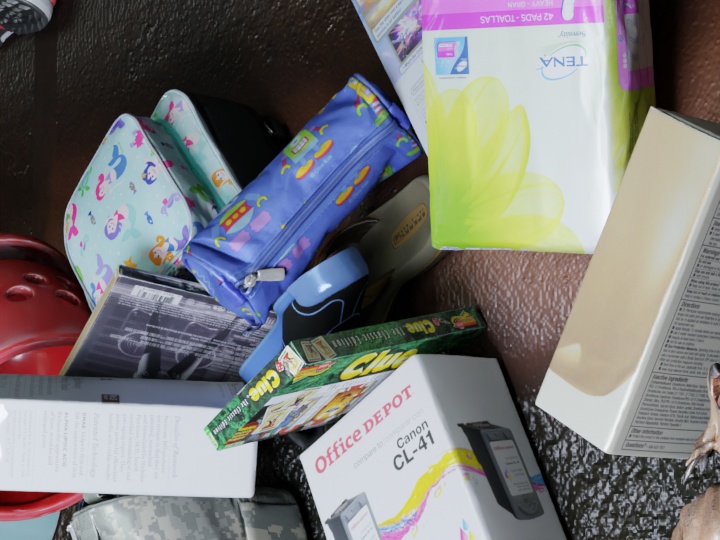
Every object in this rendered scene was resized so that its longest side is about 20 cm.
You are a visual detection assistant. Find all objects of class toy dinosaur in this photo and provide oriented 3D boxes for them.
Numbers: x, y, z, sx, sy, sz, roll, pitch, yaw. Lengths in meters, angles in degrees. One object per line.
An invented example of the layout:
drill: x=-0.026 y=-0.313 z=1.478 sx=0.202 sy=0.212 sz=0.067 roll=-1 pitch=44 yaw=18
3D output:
toy dinosaur: x=0.216 y=0.155 z=1.179 sx=0.200 sy=0.085 sz=0.136 roll=117 pitch=148 yaw=-44

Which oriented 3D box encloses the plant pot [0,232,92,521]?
plant pot: x=-0.301 y=0.082 z=1.673 sx=0.183 sy=0.200 sz=0.201 roll=50 pitch=120 yaw=42

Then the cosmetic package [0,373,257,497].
cosmetic package: x=-0.179 y=0.121 z=1.466 sx=0.102 sy=0.198 sz=0.075 roll=-139 pitch=51 yaw=-77

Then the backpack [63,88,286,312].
backpack: x=-0.145 y=-0.020 z=1.559 sx=0.200 sy=0.150 sz=0.178 roll=-57 pitch=49 yaw=32

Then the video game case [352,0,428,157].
video game case: x=0.089 y=-0.203 z=1.393 sx=0.200 sy=0.045 sz=0.182 roll=-46 pitch=55 yaw=33

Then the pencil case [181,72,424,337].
pencil case: x=-0.041 y=-0.050 z=1.427 sx=0.200 sy=0.078 sz=0.087 roll=-47 pitch=22 yaw=-6

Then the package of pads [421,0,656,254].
package of pads: x=0.118 y=-0.112 z=1.287 sx=0.154 sy=0.068 sz=0.202 roll=3 pitch=101 yaw=37

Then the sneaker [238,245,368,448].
sneaker: x=-0.026 y=0.057 z=1.416 sx=0.078 sy=0.070 sz=0.200 roll=53 pitch=150 yaw=13

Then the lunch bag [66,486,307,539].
lunch bag: x=-0.127 y=0.260 z=1.474 sx=0.139 sy=0.167 sz=0.201 roll=-32 pitch=61 yaw=40

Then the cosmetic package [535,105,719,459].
cosmetic package: x=0.194 y=0.010 z=1.202 sx=0.071 sy=0.105 sz=0.201 roll=33 pitch=107 yaw=45

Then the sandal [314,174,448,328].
sandal: x=0.000 y=0.000 z=1.453 sx=0.200 sy=0.054 sz=0.081 roll=-49 pitch=51 yaw=37

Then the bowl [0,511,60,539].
bowl: x=-0.368 y=0.191 z=1.801 sx=0.200 sy=0.105 sz=0.202 roll=-8 pitch=80 yaw=47

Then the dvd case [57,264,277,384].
dvd case: x=-0.152 y=0.078 z=1.521 sx=0.200 sy=0.148 sz=0.016 roll=-56 pitch=30 yaw=40

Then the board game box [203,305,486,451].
board game box: x=-0.007 y=0.072 z=1.345 sx=0.105 sy=0.199 sz=0.024 roll=-48 pitch=66 yaw=33

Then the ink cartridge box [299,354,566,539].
ink cartridge box: x=0.055 y=0.179 z=1.346 sx=0.148 sy=0.085 sz=0.201 roll=-43 pitch=56 yaw=36

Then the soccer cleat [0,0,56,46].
soccer cleat: x=-0.346 y=-0.260 z=1.882 sx=0.199 sy=0.068 sz=0.074 roll=-5 pitch=57 yaw=51
